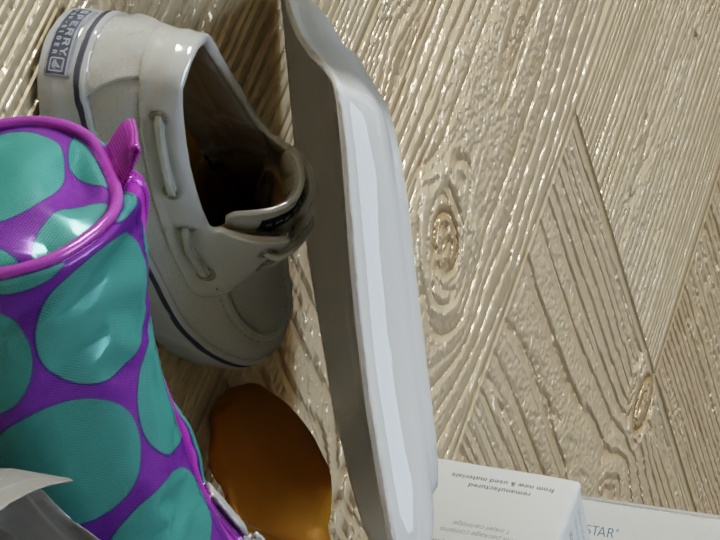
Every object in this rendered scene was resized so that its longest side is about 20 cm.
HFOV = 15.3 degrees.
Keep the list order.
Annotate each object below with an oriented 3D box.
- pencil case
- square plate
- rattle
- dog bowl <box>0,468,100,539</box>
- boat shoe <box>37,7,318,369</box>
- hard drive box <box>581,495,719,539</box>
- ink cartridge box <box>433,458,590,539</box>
[{"bbox_3d":[-0.093,0.048,0.896,0.085,0.092,0.200,-111,-175,-52],"label":"pencil case"},{"bbox_3d":[0.000,0.000,1.045,0.200,0.028,0.198,-115,-163,-72],"label":"square plate"},{"bbox_3d":[-0.059,0.172,1.091,0.130,0.143,0.200,-16,132,-31],"label":"rattle"},{"bbox_3d":[-0.140,0.147,0.814,0.200,0.059,0.200,-50,150,-43],"label":"dog bowl"},{"bbox_3d":[-0.052,-0.025,1.003,0.200,0.070,0.071,66,38,-50],"label":"boat shoe"},{"bbox_3d":[0.150,0.230,1.433,0.077,0.156,0.200,44,56,-62],"label":"hard drive box"},{"bbox_3d":[0.046,0.212,1.273,0.145,0.087,0.200,76,32,-41],"label":"ink cartridge box"}]
